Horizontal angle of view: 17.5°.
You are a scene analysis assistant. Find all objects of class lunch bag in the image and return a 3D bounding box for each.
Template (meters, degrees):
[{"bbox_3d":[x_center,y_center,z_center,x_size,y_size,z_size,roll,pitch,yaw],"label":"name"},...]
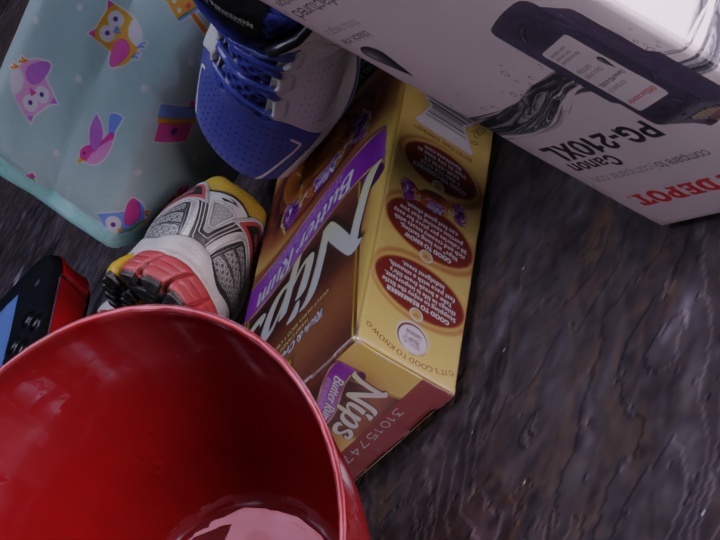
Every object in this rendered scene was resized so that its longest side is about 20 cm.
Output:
[{"bbox_3d":[-0.093,-0.117,1.227,0.171,0.122,0.200,-64,-17,18],"label":"lunch bag"}]

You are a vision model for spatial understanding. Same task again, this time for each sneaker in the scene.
[{"bbox_3d":[-0.040,-0.117,1.011,0.115,0.080,0.200,-37,-16,-47],"label":"sneaker"},{"bbox_3d":[-0.080,0.011,1.179,0.082,0.078,0.200,-53,0,-16],"label":"sneaker"}]

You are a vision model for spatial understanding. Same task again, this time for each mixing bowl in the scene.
[{"bbox_3d":[-0.070,0.125,0.891,0.199,0.108,0.201,-12,64,25],"label":"mixing bowl"}]

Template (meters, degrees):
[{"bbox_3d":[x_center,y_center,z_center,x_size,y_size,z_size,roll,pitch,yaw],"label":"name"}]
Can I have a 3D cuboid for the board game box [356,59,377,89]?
[{"bbox_3d":[0.003,-0.142,1.240,0.136,0.028,0.200,-68,11,-23],"label":"board game box"}]

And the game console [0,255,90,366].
[{"bbox_3d":[-0.215,0.098,1.221,0.200,0.031,0.177,-43,23,34],"label":"game console"}]

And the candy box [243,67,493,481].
[{"bbox_3d":[0.000,0.000,1.040,0.117,0.056,0.201,-44,25,39],"label":"candy box"}]

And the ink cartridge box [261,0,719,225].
[{"bbox_3d":[0.074,-0.100,0.773,0.145,0.199,0.085,-13,53,65],"label":"ink cartridge box"}]
